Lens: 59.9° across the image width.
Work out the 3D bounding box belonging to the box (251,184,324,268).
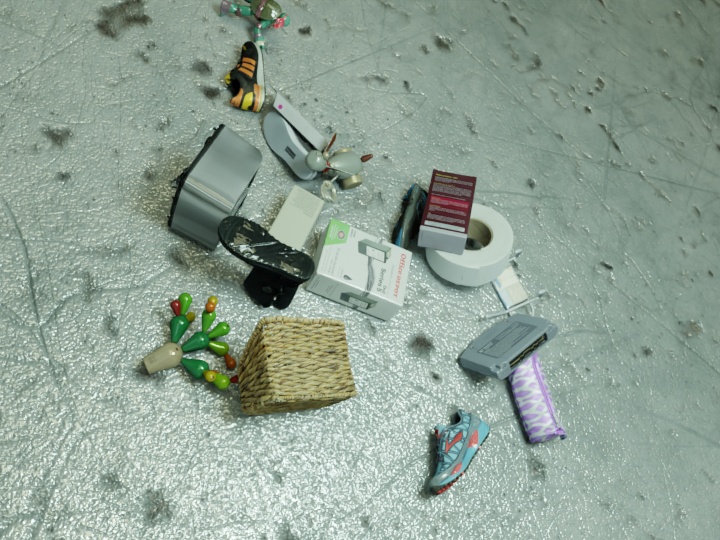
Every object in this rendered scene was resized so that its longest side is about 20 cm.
[{"bbox_3d":[-0.152,-0.079,1.326,0.082,0.068,0.201,29,55,-6],"label":"box"}]

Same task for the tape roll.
[{"bbox_3d":[0.251,-0.063,1.455,0.199,0.071,0.204,0,51,0],"label":"tape roll"}]

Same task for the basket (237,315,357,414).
[{"bbox_3d":[-0.125,0.175,1.140,0.198,0.142,0.151,5,66,-42],"label":"basket"}]

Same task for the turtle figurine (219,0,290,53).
[{"bbox_3d":[-0.248,-0.651,1.590,0.198,0.101,0.151,27,55,-1],"label":"turtle figurine"}]

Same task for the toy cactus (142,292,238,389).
[{"bbox_3d":[-0.308,0.139,1.129,0.164,0.102,0.202,-24,84,-22],"label":"toy cactus"}]

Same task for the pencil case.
[{"bbox_3d":[0.379,0.274,1.360,0.083,0.086,0.202,-6,65,-22],"label":"pencil case"}]

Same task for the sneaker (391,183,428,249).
[{"bbox_3d":[0.132,-0.118,1.474,0.081,0.073,0.202,28,56,-9],"label":"sneaker"}]

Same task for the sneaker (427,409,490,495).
[{"bbox_3d":[0.174,0.355,1.238,0.095,0.080,0.200,39,45,12],"label":"sneaker"}]

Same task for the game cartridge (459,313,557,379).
[{"bbox_3d":[0.319,0.162,1.368,0.199,0.133,0.041,-31,116,-26],"label":"game cartridge"}]

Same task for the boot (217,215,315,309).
[{"bbox_3d":[-0.199,-0.005,1.200,0.198,0.168,0.077,27,55,-14],"label":"boot"}]

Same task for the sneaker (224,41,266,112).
[{"bbox_3d":[-0.280,-0.470,1.485,0.089,0.070,0.203,2,64,-27],"label":"sneaker"}]

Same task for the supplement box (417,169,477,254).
[{"bbox_3d":[0.200,-0.137,1.431,0.107,0.061,0.202,12,52,7],"label":"supplement box"}]

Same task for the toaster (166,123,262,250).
[{"bbox_3d":[-0.292,-0.157,1.237,0.118,0.181,0.201,29,54,-8],"label":"toaster"}]

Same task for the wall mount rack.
[{"bbox_3d":[0.334,0.036,1.482,0.172,0.075,0.202,-22,71,-12],"label":"wall mount rack"}]

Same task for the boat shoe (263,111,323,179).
[{"bbox_3d":[-0.151,-0.287,1.449,0.200,0.070,0.066,49,25,21],"label":"boat shoe"}]

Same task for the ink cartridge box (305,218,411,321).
[{"bbox_3d":[0.000,0.000,1.341,0.198,0.084,0.147,21,56,-12],"label":"ink cartridge box"}]

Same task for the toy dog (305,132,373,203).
[{"bbox_3d":[-0.037,-0.244,1.411,0.133,0.096,0.200,60,25,-11],"label":"toy dog"}]

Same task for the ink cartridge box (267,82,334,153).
[{"bbox_3d":[-0.146,-0.349,1.462,0.037,0.095,0.200,-43,88,5],"label":"ink cartridge box"}]
